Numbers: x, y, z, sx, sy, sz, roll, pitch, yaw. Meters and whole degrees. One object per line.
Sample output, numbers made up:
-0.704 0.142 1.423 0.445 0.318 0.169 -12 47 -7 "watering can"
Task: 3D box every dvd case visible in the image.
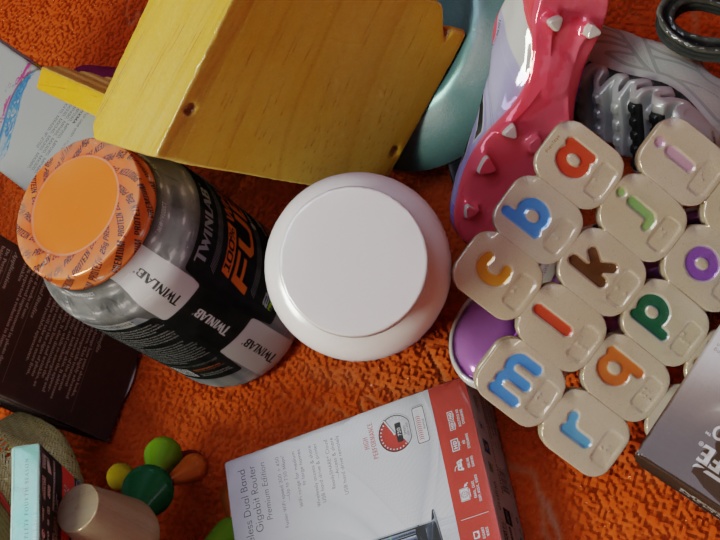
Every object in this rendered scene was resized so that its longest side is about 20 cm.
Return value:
-0.177 0.209 0.848 0.022 0.200 0.147 -9 64 5 "dvd case"

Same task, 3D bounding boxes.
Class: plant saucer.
0.033 -0.170 0.939 0.199 0.036 0.201 -5 82 42 "plant saucer"

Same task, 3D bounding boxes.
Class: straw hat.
-0.235 0.150 0.938 0.085 0.201 0.201 -38 53 -18 "straw hat"

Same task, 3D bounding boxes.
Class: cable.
0.278 -0.130 0.810 0.200 0.050 0.097 37 85 13 "cable"

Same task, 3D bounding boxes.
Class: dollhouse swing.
-0.081 -0.146 0.881 0.176 0.200 0.182 44 115 36 "dollhouse swing"

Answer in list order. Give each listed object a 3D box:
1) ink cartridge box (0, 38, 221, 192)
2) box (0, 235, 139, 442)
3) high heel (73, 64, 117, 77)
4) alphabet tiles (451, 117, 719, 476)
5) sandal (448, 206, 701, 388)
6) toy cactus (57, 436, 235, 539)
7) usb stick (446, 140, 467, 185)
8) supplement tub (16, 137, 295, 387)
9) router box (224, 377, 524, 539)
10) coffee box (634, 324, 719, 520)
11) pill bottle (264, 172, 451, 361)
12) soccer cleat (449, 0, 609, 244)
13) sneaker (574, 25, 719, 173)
-0.224 -0.093 1.034 0.200 0.146 0.083 34 88 35 "ink cartridge box"
-0.244 0.043 0.953 0.075 0.200 0.101 8 72 33 "box"
-0.135 -0.149 1.060 0.199 0.067 0.096 24 87 20 "high heel"
0.159 0.016 0.792 0.195 0.015 0.200 37 89 -7 "alphabet tiles"
0.143 0.005 0.825 0.202 0.050 0.083 -26 61 -2 "sandal"
-0.137 0.180 0.858 0.102 0.165 0.201 -18 52 21 "toy cactus"
0.097 -0.023 0.900 0.055 0.033 0.201 -27 59 24 "usb stick"
-0.131 -0.004 0.912 0.122 0.200 0.123 -11 65 24 "supplement tub"
0.014 0.191 0.840 0.179 0.049 0.201 -22 60 18 "router box"
0.252 0.052 0.738 0.114 0.080 0.200 32 86 17 "coffee box"
0.000 0.000 0.827 0.111 0.200 0.112 0 87 2 "pill bottle"
0.103 -0.113 0.858 0.077 0.066 0.201 -121 44 -61 "soccer cleat"
0.174 -0.124 0.888 0.081 0.075 0.200 -28 44 -19 "sneaker"
